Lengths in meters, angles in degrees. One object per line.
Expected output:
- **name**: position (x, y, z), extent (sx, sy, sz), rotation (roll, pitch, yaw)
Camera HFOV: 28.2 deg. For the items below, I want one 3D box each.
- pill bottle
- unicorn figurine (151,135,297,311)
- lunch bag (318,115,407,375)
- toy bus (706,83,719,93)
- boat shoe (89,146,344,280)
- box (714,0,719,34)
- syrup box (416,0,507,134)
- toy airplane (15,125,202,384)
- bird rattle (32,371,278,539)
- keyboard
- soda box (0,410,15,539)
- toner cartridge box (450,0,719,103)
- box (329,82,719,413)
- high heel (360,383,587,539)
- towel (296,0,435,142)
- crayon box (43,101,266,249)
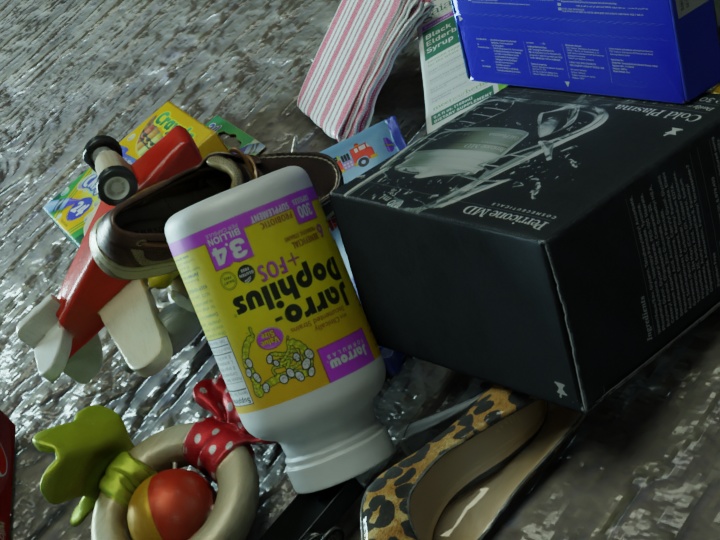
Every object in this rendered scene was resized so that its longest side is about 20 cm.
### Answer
- **pill bottle**: position (-0.047, 0.040, 0.947), extent (0.104, 0.201, 0.104), rotation (-23, 3, 1)
- **unicorn figurine**: position (-0.118, -0.019, 1.229), extent (0.137, 0.074, 0.201), rotation (16, 75, 49)
- **lunch bag**: position (0.000, 0.000, 1.085), extent (0.150, 0.094, 0.201), rotation (-26, 43, 4)
- **toy bus**: position (0.303, -0.109, 0.962), extent (0.078, 0.065, 0.200), rotation (-45, 34, -15)
- **boat shoe**: position (-0.094, -0.049, 1.024), extent (0.199, 0.073, 0.072), rotation (-15, -17, -24)
- **box**: position (0.239, -0.198, 0.991), extent (0.198, 0.119, 0.042), rotation (-13, 54, -2)
- **syrup box**: position (0.100, -0.156, 1.184), extent (0.078, 0.082, 0.201), rotation (-24, 37, 17)
- **toy airplane**: position (-0.178, 0.007, 1.126), extent (0.199, 0.140, 0.201), rotation (-28, 50, 52)
- **bird rattle**: position (-0.125, 0.155, 1.020), extent (0.199, 0.113, 0.164), rotation (-15, 48, 7)
- **keyboard**: position (-0.064, 0.218, 0.924), extent (0.200, 0.040, 0.104), rotation (-49, 12, -18)
- **soda box**: position (-0.324, 0.181, 1.151), extent (0.063, 0.070, 0.200), rotation (-28, 34, 9)
- **toner cartridge box**: position (0.143, -0.169, 0.948), extent (0.043, 0.096, 0.199), rotation (-29, 28, -31)
- **box**: position (0.124, -0.028, 0.923), extent (0.196, 0.125, 0.199), rotation (-34, 30, -30)
- **high heel**: position (0.076, 0.131, 0.856), extent (0.142, 0.072, 0.200), rotation (-25, 25, 25)
- **towel**: position (-0.001, -0.195, 1.295), extent (0.147, 0.030, 0.200), rotation (-63, 20, 8)
- **crayon box**: position (-0.203, -0.091, 1.398), extent (0.200, 0.052, 0.126), rotation (-41, 34, -10)
